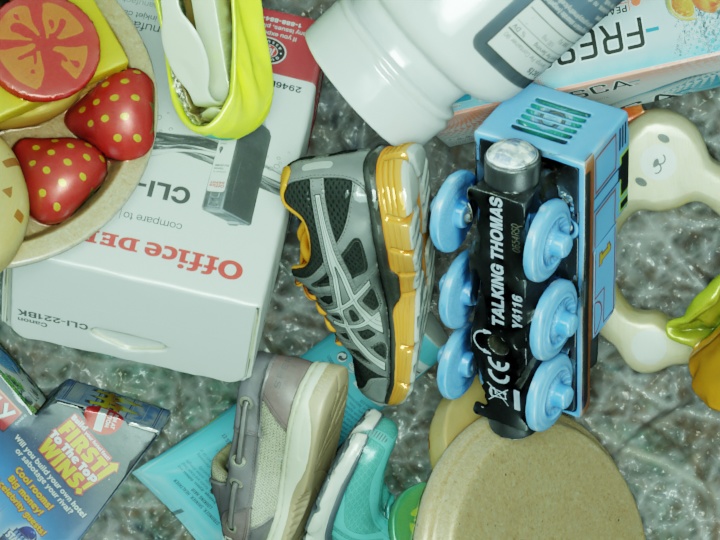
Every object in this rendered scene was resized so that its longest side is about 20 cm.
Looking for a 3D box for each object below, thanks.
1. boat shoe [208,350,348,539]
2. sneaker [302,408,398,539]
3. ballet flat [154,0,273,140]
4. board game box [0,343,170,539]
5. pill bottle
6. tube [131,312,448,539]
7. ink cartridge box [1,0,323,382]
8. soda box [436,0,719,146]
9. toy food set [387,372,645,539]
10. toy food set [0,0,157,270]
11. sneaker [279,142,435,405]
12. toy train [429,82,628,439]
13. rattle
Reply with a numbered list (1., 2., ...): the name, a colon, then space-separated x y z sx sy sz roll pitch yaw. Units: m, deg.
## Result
1. boat shoe: -0.055 0.120 1.571 0.065 0.072 0.201 25 136 10
2. sneaker: 0.014 0.165 1.586 0.079 0.078 0.201 13 129 18
3. ballet flat: -0.088 -0.166 1.436 0.066 0.067 0.201 -3 103 30
4. board game box: -0.224 0.113 1.615 0.200 0.062 0.200 -39 97 8
5. pill bottle: 0.071 -0.162 1.450 0.200 0.120 0.120 -41 96 12
6. tube: -0.037 0.089 1.613 0.200 0.050 0.078 -39 103 12
7. ink cartridge box: -0.107 -0.054 1.513 0.143 0.084 0.201 12 58 0
8. soda box: 0.128 -0.126 1.528 0.199 0.068 0.064 -11 77 16
9. toy food set: 0.093 0.175 1.569 0.200 0.049 0.199 46 56 -29
10. toy food set: -0.206 -0.094 1.421 0.199 0.049 0.199 -26 76 -20
11. sneaker: 0.000 0.000 1.495 0.077 0.079 0.201 4 138 7
12. toy train: 0.097 -0.001 1.498 0.086 0.114 0.201 19 134 27
13. rattle: 0.166 -0.029 1.539 0.130 0.143 0.201 -10 107 23
